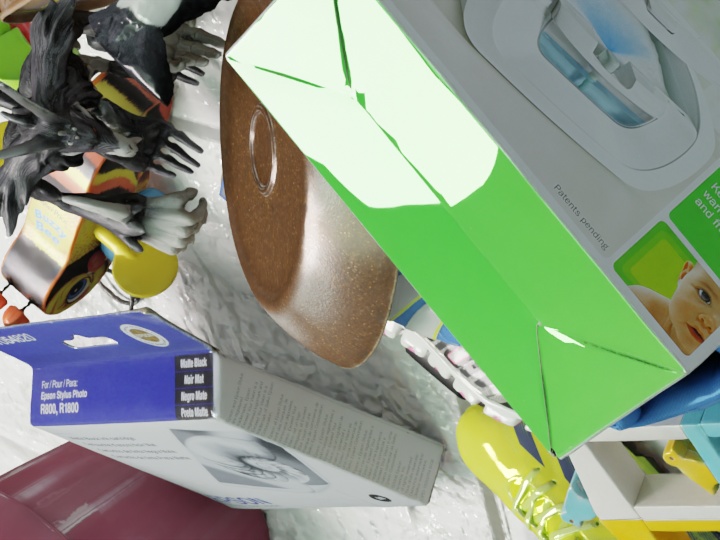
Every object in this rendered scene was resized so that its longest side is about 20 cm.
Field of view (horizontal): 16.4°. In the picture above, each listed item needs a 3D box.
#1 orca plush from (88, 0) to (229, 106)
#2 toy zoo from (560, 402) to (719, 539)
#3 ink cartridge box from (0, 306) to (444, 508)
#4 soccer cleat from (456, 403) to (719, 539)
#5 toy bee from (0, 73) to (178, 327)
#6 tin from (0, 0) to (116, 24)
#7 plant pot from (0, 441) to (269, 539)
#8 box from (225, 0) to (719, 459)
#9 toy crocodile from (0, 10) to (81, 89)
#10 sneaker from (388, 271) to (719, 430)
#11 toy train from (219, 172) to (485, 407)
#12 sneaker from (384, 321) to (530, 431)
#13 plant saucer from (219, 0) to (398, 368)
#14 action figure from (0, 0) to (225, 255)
[{"bbox_3d":[-0.016,-0.144,1.024,0.071,0.200,0.105,40,175,-29],"label":"orca plush"},{"bbox_3d":[0.174,0.099,1.077,0.200,0.020,0.131,-5,137,38],"label":"toy zoo"},{"bbox_3d":[-0.090,0.080,1.351,0.200,0.041,0.199,26,161,-30],"label":"ink cartridge box"},{"bbox_3d":[0.117,0.131,1.197,0.200,0.084,0.065,36,144,22],"label":"soccer cleat"},{"bbox_3d":[-0.154,-0.015,1.368,0.131,0.109,0.200,24,139,33],"label":"toy bee"},{"bbox_3d":[-0.102,-0.153,1.148,0.200,0.112,0.042,-13,97,63],"label":"tin"},{"bbox_3d":[-0.160,0.184,1.509,0.200,0.179,0.200,31,143,27],"label":"plant pot"},{"bbox_3d":[0.083,-0.064,0.954,0.200,0.176,0.097,51,144,1],"label":"box"},{"bbox_3d":[-0.210,-0.144,1.329,0.200,0.062,0.068,49,174,47],"label":"toy crocodile"},{"bbox_3d":[0.084,0.016,1.048,0.200,0.105,0.076,1,114,19],"label":"sneaker"},{"bbox_3d":[0.000,0.000,1.247,0.200,0.046,0.034,40,146,18],"label":"toy train"},{"bbox_3d":[0.058,0.004,1.153,0.200,0.074,0.088,31,143,31],"label":"sneaker"},{"bbox_3d":[-0.029,-0.055,1.116,0.200,0.037,0.201,176,90,-73],"label":"plant saucer"},{"bbox_3d":[-0.114,-0.075,1.188,0.102,0.200,0.119,13,103,7],"label":"action figure"}]
